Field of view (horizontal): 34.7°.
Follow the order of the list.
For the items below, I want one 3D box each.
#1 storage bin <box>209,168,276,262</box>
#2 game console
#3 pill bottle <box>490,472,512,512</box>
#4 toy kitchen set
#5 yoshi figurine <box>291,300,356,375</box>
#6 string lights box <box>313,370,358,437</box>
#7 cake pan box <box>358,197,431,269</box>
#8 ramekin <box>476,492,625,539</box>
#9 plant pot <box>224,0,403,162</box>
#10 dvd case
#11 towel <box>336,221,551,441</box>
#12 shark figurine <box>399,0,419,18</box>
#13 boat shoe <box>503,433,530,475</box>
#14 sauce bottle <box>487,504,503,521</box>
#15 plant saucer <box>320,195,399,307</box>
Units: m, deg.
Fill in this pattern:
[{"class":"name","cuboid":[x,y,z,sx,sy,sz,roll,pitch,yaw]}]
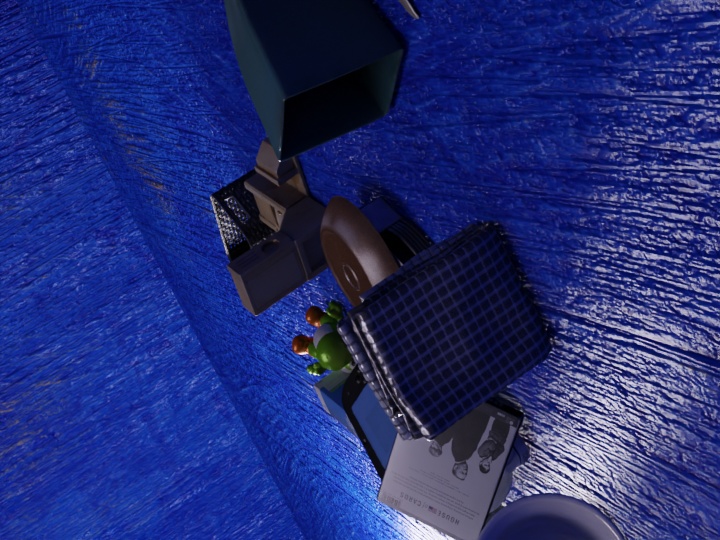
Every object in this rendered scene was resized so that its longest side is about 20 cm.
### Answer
[{"class":"storage bin","cuboid":[-0.173,-0.056,1.978,0.135,0.093,0.201,48,161,31]},{"class":"game console","cuboid":[0.050,0.181,1.590,0.178,0.031,0.201,-61,41,29]},{"class":"pill bottle","cuboid":[0.126,0.273,1.649,0.110,0.108,0.199,63,164,-17]},{"class":"toy kitchen set","cuboid":[-0.159,-0.081,1.734,0.199,0.179,0.165,34,150,46]},{"class":"yoshi figurine","cuboid":[-0.054,0.120,1.920,0.199,0.111,0.114,23,135,59]},{"class":"string lights box","cuboid":[0.013,0.215,1.891,0.199,0.102,0.060,30,148,59]},{"class":"cake pan box","cuboid":[0.068,0.026,1.491,0.184,0.052,0.202,44,158,37]},{"class":"ramekin","cuboid":[0.229,0.379,1.395,0.201,0.199,0.098,52,171,19]},{"class":"plant pot","cuboid":[-0.068,-0.257,1.251,0.202,0.140,0.142,61,165,17]},{"class":"dvd case","cuboid":[0.113,0.243,1.493,0.148,0.025,0.203,24,113,17]},{"class":"towel","cuboid":[0.093,0.066,1.225,0.167,0.199,0.085,61,162,-14]},{"class":"shark figurine","cuboid":[0.002,-0.291,1.066,0.129,0.089,0.215,56,165,4]},{"class":"boat shoe","cuboid":[0.139,0.194,1.542,0.201,0.069,0.071,50,162,26]},{"class":"sauce bottle","cuboid":[0.173,0.391,1.798,0.065,0.064,0.200,56,163,6]},{"class":"plant saucer","cuboid":[0.000,0.000,1.500,0.201,0.036,0.201,53,162,25]}]
